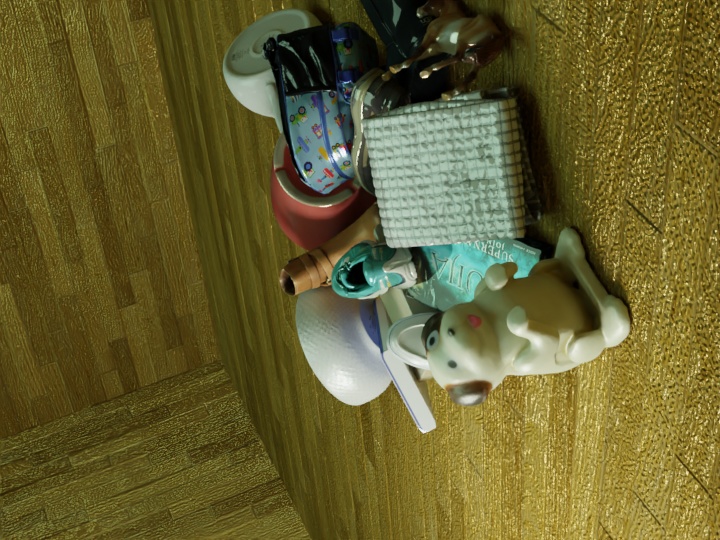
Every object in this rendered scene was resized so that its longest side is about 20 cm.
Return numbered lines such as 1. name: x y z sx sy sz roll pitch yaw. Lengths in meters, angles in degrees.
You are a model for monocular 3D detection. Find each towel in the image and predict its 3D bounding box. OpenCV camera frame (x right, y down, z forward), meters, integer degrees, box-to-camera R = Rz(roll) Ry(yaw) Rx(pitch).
1. towel: 0.110 -0.118 1.362 0.198 0.085 0.168 -5 98 34

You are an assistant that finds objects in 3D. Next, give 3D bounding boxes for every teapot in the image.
1. teapot: -0.119 -0.315 1.914 0.196 0.200 0.147 24 156 46

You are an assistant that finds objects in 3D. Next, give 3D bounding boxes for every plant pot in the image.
1. plant pot: -0.049 -0.140 1.740 0.177 0.198 0.203 74 174 -78

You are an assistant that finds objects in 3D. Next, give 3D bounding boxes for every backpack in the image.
1. backpack: -0.036 -0.211 1.568 0.182 0.133 0.203 19 -119 -74

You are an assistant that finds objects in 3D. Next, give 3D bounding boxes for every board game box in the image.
1. board game box: 0.141 0.003 1.442 0.199 0.028 0.137 26 120 40

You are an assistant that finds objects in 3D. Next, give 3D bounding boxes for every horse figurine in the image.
1. horse figurine: 0.105 -0.255 1.330 0.199 0.132 0.050 29 156 56

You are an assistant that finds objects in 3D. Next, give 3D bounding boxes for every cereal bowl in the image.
1. cereal bowl: -0.007 0.095 1.769 0.200 0.083 0.202 42 -147 -35

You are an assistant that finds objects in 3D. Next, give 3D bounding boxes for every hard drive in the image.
1. hard drive: 0.060 0.129 1.663 0.133 0.025 0.200 62 -173 -18

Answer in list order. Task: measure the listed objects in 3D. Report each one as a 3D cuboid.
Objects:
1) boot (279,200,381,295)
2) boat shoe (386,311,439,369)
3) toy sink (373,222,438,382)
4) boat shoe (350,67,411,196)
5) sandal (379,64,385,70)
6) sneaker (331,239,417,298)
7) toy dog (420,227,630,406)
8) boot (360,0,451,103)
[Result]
1. boot: -0.034 -0.027 1.669 0.077 0.154 0.200 66 161 3
2. boat shoe: 0.131 0.090 1.474 0.067 0.197 0.075 87 -173 -85
3. toy sink: 0.103 0.028 1.603 0.112 0.129 0.202 108 140 -66
4. boat shoe: 0.034 -0.161 1.493 0.073 0.074 0.201 31 151 29
5. sandal: 0.044 -0.254 1.664 0.199 0.045 0.076 33 146 45
6. sneaker: 0.000 0.000 1.540 0.200 0.079 0.079 -19 86 66
7. toy dog: 0.164 0.064 1.302 0.194 0.198 0.141 105 143 -63
8. boot: 0.047 -0.302 1.512 0.170 0.076 0.201 64 160 21
